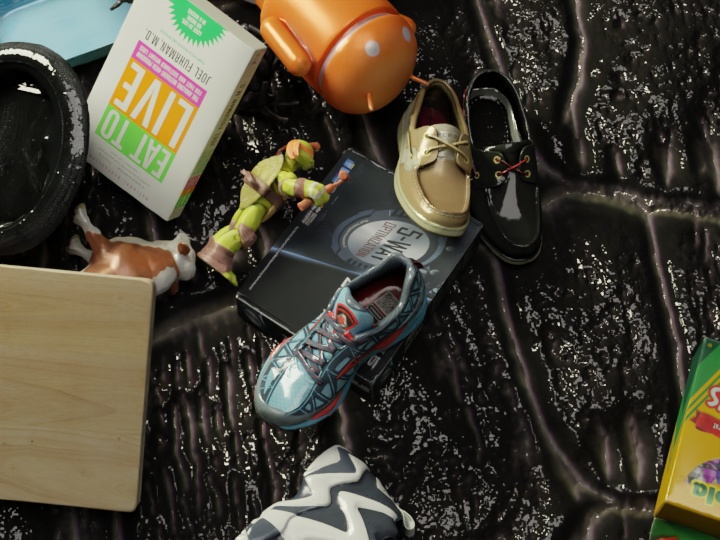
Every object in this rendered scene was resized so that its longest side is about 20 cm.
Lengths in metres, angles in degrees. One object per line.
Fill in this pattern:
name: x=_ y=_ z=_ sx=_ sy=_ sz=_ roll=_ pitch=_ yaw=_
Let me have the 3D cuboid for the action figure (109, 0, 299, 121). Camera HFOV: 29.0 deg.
action figure: x=-0.156 y=-0.219 z=1.411 sx=0.200 sy=0.102 sz=0.119 roll=48 pitch=45 yaw=-15

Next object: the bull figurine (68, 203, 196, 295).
bull figurine: x=-0.248 y=0.015 z=1.308 sx=0.121 sy=0.065 sz=0.200 roll=36 pitch=67 yaw=17

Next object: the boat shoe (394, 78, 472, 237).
boat shoe: x=0.072 y=-0.113 z=1.340 sx=0.073 sy=0.067 sz=0.201 roll=8 pitch=39 yaw=-15

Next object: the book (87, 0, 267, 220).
book: x=-0.186 y=-0.167 z=1.340 sx=0.133 sy=0.201 sz=0.048 roll=37 pitch=27 yaw=13

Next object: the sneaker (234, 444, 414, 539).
sneaker: x=-0.033 y=0.257 z=1.181 sx=0.129 sy=0.080 sz=0.199 roll=33 pitch=57 yaw=24

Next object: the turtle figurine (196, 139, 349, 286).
turtle figurine: x=-0.088 y=-0.065 z=1.306 sx=0.064 sy=0.200 sz=0.162 roll=39 pitch=87 yaw=-25

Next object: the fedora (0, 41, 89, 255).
fedora: x=-0.322 y=-0.111 z=1.330 sx=0.198 sy=0.092 sz=0.203 roll=-2 pitch=82 yaw=18

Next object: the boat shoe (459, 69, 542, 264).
boat shoe: x=0.139 y=-0.104 z=1.380 sx=0.073 sy=0.063 sz=0.204 roll=-6 pitch=65 yaw=-10

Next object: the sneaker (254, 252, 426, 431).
sneaker: x=-0.022 y=0.053 z=1.226 sx=0.079 sy=0.096 sz=0.200 roll=39 pitch=69 yaw=18

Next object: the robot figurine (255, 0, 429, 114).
robot figurine: x=-0.020 y=-0.238 z=1.389 sx=0.117 sy=0.144 sz=0.200 roll=-45 pitch=68 yaw=10

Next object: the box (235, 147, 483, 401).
box: x=0.000 y=0.000 z=1.333 sx=0.159 sy=0.044 sz=0.201 roll=31 pitch=67 yaw=14

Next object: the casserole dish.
casserole dish: x=-0.308 y=-0.265 z=1.463 sx=0.198 sy=0.039 sz=0.122 roll=-23 pitch=66 yaw=-11

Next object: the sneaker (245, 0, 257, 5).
sneaker: x=-0.053 y=-0.335 z=1.471 sx=0.197 sy=0.100 sz=0.076 roll=-4 pitch=64 yaw=-2

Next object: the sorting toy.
sorting toy: x=-0.281 y=0.096 z=1.222 sx=0.197 sy=0.070 sz=0.202 roll=5 pitch=95 yaw=2

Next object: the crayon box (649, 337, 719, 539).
crayon box: x=0.343 y=0.174 z=1.249 sx=0.126 sy=0.051 sz=0.202 roll=17 pitch=64 yaw=7
